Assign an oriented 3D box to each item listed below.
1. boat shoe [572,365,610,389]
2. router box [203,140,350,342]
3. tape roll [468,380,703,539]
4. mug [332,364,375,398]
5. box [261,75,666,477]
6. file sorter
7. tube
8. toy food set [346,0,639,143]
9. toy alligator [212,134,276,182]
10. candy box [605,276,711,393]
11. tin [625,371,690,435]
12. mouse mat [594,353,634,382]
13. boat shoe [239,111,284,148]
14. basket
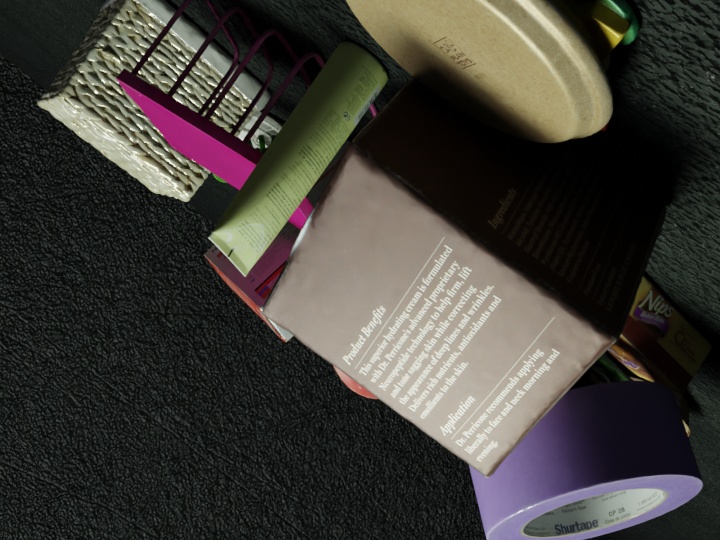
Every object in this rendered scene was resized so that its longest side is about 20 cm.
[{"bbox_3d":[0.160,0.081,1.049,0.198,0.073,0.062,32,156,23],"label":"boat shoe"},{"bbox_3d":[-0.048,-0.041,1.105,0.049,0.200,0.179,52,171,-30],"label":"router box"},{"bbox_3d":[0.198,0.178,0.970,0.200,0.197,0.086,49,-154,-59],"label":"tape roll"},{"bbox_3d":[0.094,0.056,0.970,0.176,0.136,0.199,17,168,-35],"label":"mug"},{"bbox_3d":[0.072,-0.008,0.741,0.199,0.165,0.167,36,132,2],"label":"box"},{"bbox_3d":[-0.095,-0.150,1.009,0.198,0.126,0.139,32,171,22],"label":"file sorter"},{"bbox_3d":[-0.052,-0.093,0.877,0.058,0.202,0.052,37,170,-22],"label":"tube"},{"bbox_3d":[0.067,-0.142,0.623,0.197,0.049,0.200,36,172,2],"label":"toy food set"},{"bbox_3d":[-0.067,-0.123,1.216,0.196,0.055,0.059,2,-166,-8],"label":"toy alligator"},{"bbox_3d":[0.216,0.038,1.012,0.116,0.057,0.199,40,173,-27],"label":"candy box"},{"bbox_3d":[0.292,0.141,1.181,0.110,0.042,0.200,-4,148,33],"label":"tin"},{"bbox_3d":[0.169,0.046,1.041,0.200,0.008,0.161,42,172,-20],"label":"mouse mat"},{"bbox_3d":[-0.103,-0.139,1.317,0.199,0.070,0.071,30,172,45],"label":"boat shoe"},{"bbox_3d":[-0.241,-0.199,1.244,0.199,0.162,0.198,37,172,-23],"label":"basket"}]
